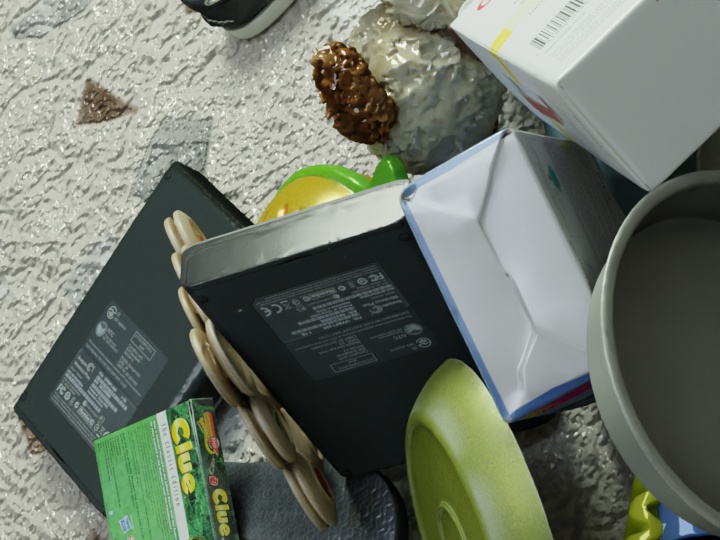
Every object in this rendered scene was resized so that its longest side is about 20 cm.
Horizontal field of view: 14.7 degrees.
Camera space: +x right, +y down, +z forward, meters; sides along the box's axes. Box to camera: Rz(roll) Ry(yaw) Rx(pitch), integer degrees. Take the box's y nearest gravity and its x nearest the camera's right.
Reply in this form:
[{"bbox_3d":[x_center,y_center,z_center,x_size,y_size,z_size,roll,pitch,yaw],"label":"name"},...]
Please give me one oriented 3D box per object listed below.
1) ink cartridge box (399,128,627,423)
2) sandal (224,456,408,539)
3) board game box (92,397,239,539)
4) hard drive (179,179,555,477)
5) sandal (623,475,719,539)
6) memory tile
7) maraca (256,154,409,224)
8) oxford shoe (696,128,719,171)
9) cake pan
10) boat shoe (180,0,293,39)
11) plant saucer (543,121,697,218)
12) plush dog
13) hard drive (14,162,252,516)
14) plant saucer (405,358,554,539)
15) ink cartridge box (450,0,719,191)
[{"bbox_3d":[0.106,0.003,1.513,0.076,0.200,0.137,-27,82,18],"label":"ink cartridge box"},{"bbox_3d":[-0.038,0.149,1.694,0.200,0.043,0.076,6,67,48],"label":"sandal"},{"bbox_3d":[-0.109,0.187,1.705,0.105,0.023,0.201,-23,73,47],"label":"board game box"},{"bbox_3d":[0.007,0.038,1.560,0.139,0.200,0.033,-17,47,20],"label":"hard drive"},{"bbox_3d":[0.180,0.147,1.476,0.087,0.080,0.201,7,65,6],"label":"sandal"},{"bbox_3d":[-0.064,0.055,1.639,0.017,0.154,0.200,-31,27,6],"label":"memory tile"},{"bbox_3d":[0.000,0.000,1.653,0.200,0.107,0.138,-18,95,59],"label":"maraca"},{"bbox_3d":[0.240,-0.118,1.519,0.075,0.058,0.201,27,90,1],"label":"oxford shoe"},{"bbox_3d":[0.193,0.048,1.417,0.037,0.199,0.201,-31,51,52],"label":"cake pan"},{"bbox_3d":[-0.042,-0.239,1.847,0.200,0.060,0.076,-52,46,13],"label":"boat shoe"},{"bbox_3d":[0.176,-0.122,1.612,0.199,0.036,0.201,-18,61,36],"label":"plant saucer"},{"bbox_3d":[0.051,-0.140,1.638,0.160,0.200,0.173,17,92,38],"label":"plush dog"},{"bbox_3d":[-0.134,0.046,1.817,0.200,0.033,0.140,-56,45,9],"label":"hard drive"},{"bbox_3d":[0.064,0.147,1.503,0.031,0.201,0.200,-16,50,-13],"label":"plant saucer"},{"bbox_3d":[0.148,-0.138,1.489,0.145,0.083,0.200,-45,20,0],"label":"ink cartridge box"}]
